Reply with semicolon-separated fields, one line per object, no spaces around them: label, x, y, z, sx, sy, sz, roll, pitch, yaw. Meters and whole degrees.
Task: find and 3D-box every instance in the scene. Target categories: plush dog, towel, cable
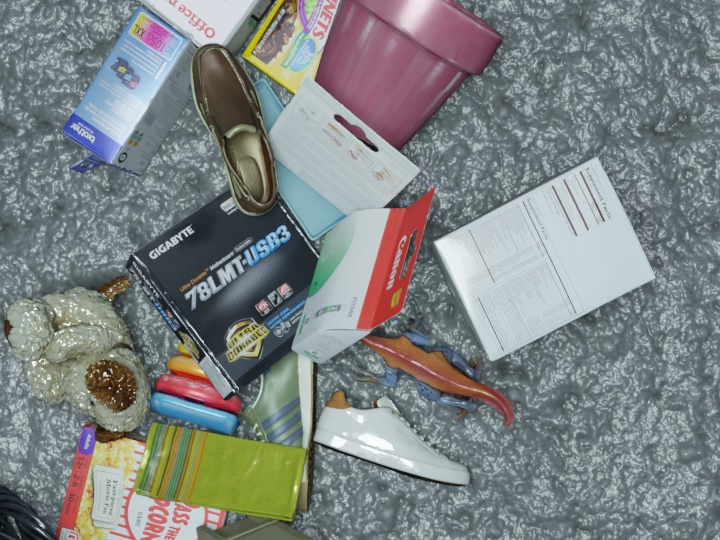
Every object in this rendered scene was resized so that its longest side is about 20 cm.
plush dog;-0.301;0.110;1.221;0.159;0.201;0.173;-29;71;-19
towel;-0.165;0.235;1.242;0.196;0.018;0.088;7;72;11
cable;-0.387;0.336;1.252;0.051;0.163;0.201;-39;88;-32

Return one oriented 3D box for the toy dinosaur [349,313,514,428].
toy dinosaur;0.070;0.093;1.242;0.180;0.199;0.106;32;74;-29

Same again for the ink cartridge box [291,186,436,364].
ink cartridge box;0.000;0.000;1.176;0.049;0.200;0.163;25;60;-16

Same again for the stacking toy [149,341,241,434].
stacking toy;-0.175;0.085;1.276;0.108;0.116;0.203;16;79;-1

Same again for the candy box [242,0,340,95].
candy box;-0.049;-0.316;1.299;0.101;0.026;0.202;34;91;-2

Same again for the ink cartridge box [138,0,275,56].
ink cartridge box;-0.166;-0.370;1.273;0.144;0.084;0.201;37;91;1

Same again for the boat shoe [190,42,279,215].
boat shoe;-0.137;-0.164;1.210;0.074;0.075;0.205;-23;98;-12

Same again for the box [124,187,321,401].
box;-0.140;0.014;1.246;0.199;0.050;0.200;-36;90;-32

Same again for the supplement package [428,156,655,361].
supplement package;0.197;-0.012;1.210;0.198;0.191;0.149;-27;90;2

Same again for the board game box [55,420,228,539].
board game box;-0.259;0.286;1.297;0.196;0.046;0.154;14;91;2

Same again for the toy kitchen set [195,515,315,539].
toy kitchen set;-0.138;0.406;1.193;0.161;0.180;0.204;-16;99;-29

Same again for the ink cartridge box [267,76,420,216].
ink cartridge box;-0.018;-0.142;1.203;0.159;0.200;0.048;39;65;-6

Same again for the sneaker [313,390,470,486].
sneaker;0.048;0.199;1.275;0.197;0.073;0.086;21;75;-6

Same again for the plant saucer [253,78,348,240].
plant saucer;-0.090;-0.135;1.295;0.069;0.019;0.201;-34;88;-22

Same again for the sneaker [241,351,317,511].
sneaker;-0.100;0.187;1.285;0.088;0.067;0.204;1;86;4

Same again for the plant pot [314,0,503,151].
plant pot;0.038;-0.247;1.226;0.198;0.200;0.180;34;107;1

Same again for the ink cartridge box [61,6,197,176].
ink cartridge box;-0.269;-0.193;1.251;0.076;0.136;0.202;31;91;3
